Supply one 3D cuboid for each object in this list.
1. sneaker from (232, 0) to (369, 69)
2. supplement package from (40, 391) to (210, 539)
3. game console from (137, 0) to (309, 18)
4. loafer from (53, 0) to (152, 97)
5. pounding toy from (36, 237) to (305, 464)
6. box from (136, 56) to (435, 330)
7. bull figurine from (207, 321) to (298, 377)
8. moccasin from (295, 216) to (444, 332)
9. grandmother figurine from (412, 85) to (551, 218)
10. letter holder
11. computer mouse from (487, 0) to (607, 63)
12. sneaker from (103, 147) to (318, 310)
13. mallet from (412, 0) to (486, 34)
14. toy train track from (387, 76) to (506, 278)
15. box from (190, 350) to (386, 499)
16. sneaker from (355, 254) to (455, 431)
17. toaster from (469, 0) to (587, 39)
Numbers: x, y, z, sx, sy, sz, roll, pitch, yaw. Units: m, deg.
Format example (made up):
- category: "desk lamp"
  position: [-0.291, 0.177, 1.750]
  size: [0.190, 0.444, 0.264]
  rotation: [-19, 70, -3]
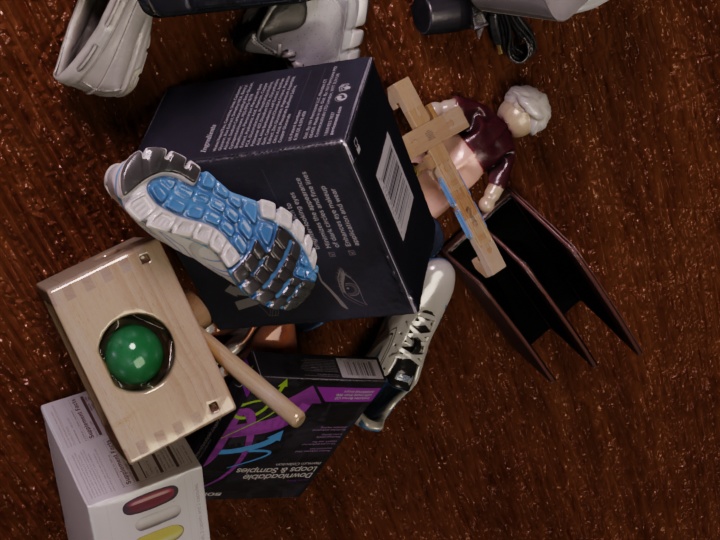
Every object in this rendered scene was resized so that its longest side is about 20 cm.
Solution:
- category: "sneaker"
  position: [-0.060, -0.177, 1.200]
  size: [0.114, 0.075, 0.202]
  rotation: [-4, 111, -24]
- category: "supplement package"
  position: [-0.219, 0.233, 1.301]
  size: [0.110, 0.156, 0.202]
  rotation: [-17, 127, -20]
- category: "game console"
  position: [-0.074, -0.292, 1.031]
  size: [0.199, 0.116, 0.178]
  rotation: [-18, 104, -48]
- category: "loafer"
  position: [-0.193, -0.233, 1.075]
  size: [0.069, 0.070, 0.202]
  rotation: [3, 115, -35]
- category: "pounding toy"
  position: [-0.166, 0.067, 1.155]
  size: [0.141, 0.200, 0.186]
  rotation: [-27, 98, -15]
- category: "box"
  position: [-0.060, -0.062, 1.173]
  size: [0.198, 0.118, 0.198]
  rotation: [-5, 133, 21]
- category: "bull figurine"
  position: [-0.100, 0.106, 1.342]
  size: [0.120, 0.065, 0.201]
  rotation: [-23, 139, -14]
- category: "moccasin"
  position: [0.000, 0.000, 1.314]
  size: [0.199, 0.081, 0.068]
  rotation: [-21, 133, 30]
- category: "grandmother figurine"
  position: [0.105, -0.118, 1.343]
  size: [0.199, 0.061, 0.122]
  rotation: [-36, 117, -10]
- category: "letter holder"
  position: [0.198, 0.036, 1.440]
  size: [0.100, 0.142, 0.200]
  rotation: [-41, 132, -1]
- category: "computer mouse"
  position: [0.208, -0.281, 1.309]
  size: [0.199, 0.044, 0.110]
  rotation: [-30, 129, -12]
- category: "sneaker"
  position: [-0.120, -0.037, 1.096]
  size: [0.199, 0.086, 0.075]
  rotation: [36, 76, -29]
- category: "mallet"
  position: [0.093, -0.311, 1.226]
  size: [0.065, 0.041, 0.202]
  rotation: [-6, 118, -29]
- category: "toy train track"
  position: [0.076, -0.084, 1.287]
  size: [0.114, 0.032, 0.201]
  rotation: [-31, 95, -43]
- category: "box"
  position: [-0.081, 0.156, 1.332]
  size: [0.142, 0.036, 0.201]
  rotation: [4, 137, -33]
- category: "sneaker"
  position: [0.048, 0.079, 1.423]
  size: [0.071, 0.072, 0.201]
  rotation: [18, 107, -36]
- category: "toaster"
  position: [0.151, -0.325, 1.167]
  size: [0.181, 0.118, 0.201]
  rotation: [-48, 130, -15]
